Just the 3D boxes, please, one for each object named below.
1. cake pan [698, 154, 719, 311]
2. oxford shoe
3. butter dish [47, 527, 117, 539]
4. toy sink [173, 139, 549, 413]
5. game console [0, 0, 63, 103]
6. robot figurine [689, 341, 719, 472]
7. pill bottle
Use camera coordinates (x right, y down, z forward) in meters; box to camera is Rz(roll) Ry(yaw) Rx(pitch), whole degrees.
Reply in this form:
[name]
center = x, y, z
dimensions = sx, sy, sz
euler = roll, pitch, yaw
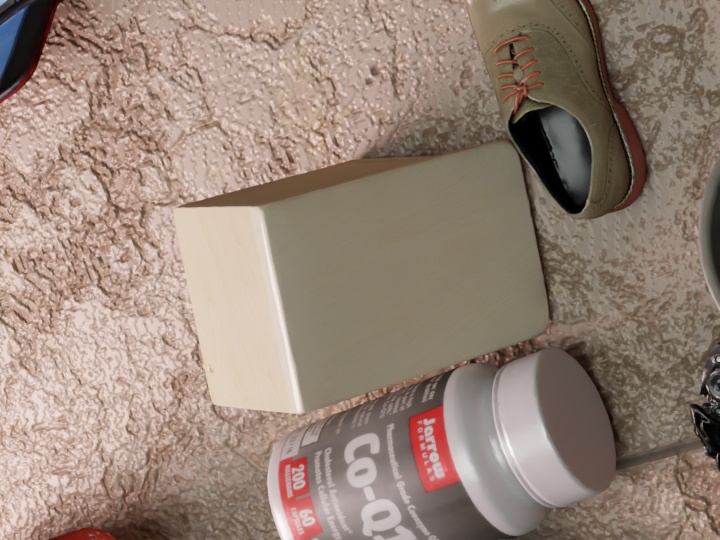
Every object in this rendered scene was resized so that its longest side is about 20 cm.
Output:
[cake pan]
center = 0.296, -0.022, 1.503
dimensions = 0.200, 0.037, 0.200
euler = -6, 68, 16
[oxford shoe]
center = 0.110, -0.124, 1.594
dimensions = 0.070, 0.075, 0.200
euler = -30, 88, 28
[butter dish]
center = -0.175, 0.249, 1.783
dimensions = 0.200, 0.148, 0.199
euler = 59, 161, 3
[toy sink]
center = 0.000, 0.000, 1.641
dimensions = 0.112, 0.200, 0.130
euler = 1, 106, 55
[game console]
center = -0.303, -0.160, 1.754
dimensions = 0.200, 0.119, 0.172
euler = -31, 88, 27
[robot figurine]
center = 0.277, 0.120, 1.554
dimensions = 0.145, 0.058, 0.200
euler = -7, 100, 27
[pill bottle]
center = 0.052, 0.125, 1.657
dimensions = 0.200, 0.114, 0.114
euler = -23, 92, 28
